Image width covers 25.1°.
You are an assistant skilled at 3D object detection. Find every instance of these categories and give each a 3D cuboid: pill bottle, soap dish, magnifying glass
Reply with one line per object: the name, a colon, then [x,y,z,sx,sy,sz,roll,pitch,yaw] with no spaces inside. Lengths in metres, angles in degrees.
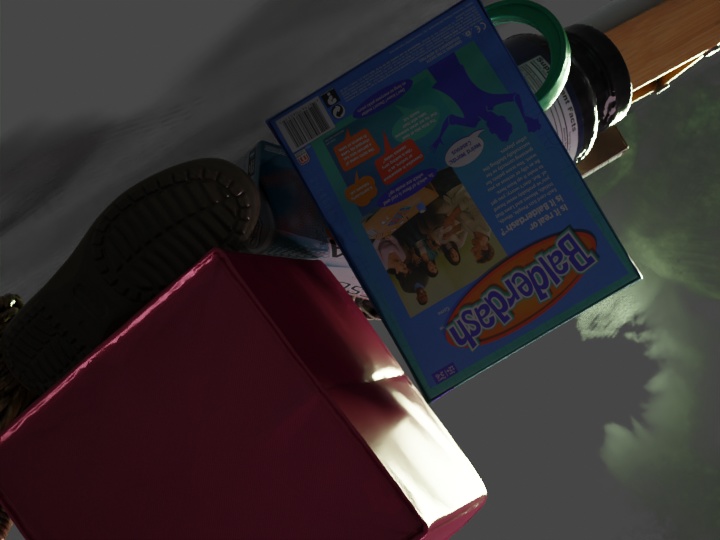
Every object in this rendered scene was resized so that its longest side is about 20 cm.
pill bottle: [0.106,-0.111,1.215,0.199,0.112,0.112,-29,177,-30]
soap dish: [0.216,-0.181,1.436,0.199,0.082,0.157,-28,177,-19]
magnifying glass: [0.054,-0.090,1.030,0.200,0.080,0.022,-46,156,-1]

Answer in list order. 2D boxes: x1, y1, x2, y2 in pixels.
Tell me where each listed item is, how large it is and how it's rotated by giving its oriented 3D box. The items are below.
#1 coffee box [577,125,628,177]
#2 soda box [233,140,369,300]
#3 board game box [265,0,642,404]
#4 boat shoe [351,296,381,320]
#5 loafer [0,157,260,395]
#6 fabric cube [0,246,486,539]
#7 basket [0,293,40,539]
coffee box: [0.150,-0.114,1.589,0.199,0.113,0.080,-32,177,6]
soda box: [0.003,-0.023,1.096,0.199,0.064,0.068,14,153,-27]
board game box: [0.057,-0.043,0.988,0.151,0.201,0.045,-30,177,5]
boat shoe: [0.000,0.000,1.283,0.074,0.074,0.200,19,127,-38]
loafer: [-0.139,-0.003,0.983,0.200,0.076,0.067,-36,-173,19]
fabric cube: [-0.066,0.124,0.962,0.196,0.200,0.199,-39,170,9]
basket: [-0.263,0.122,1.076,0.142,0.150,0.200,-28,175,-40]
